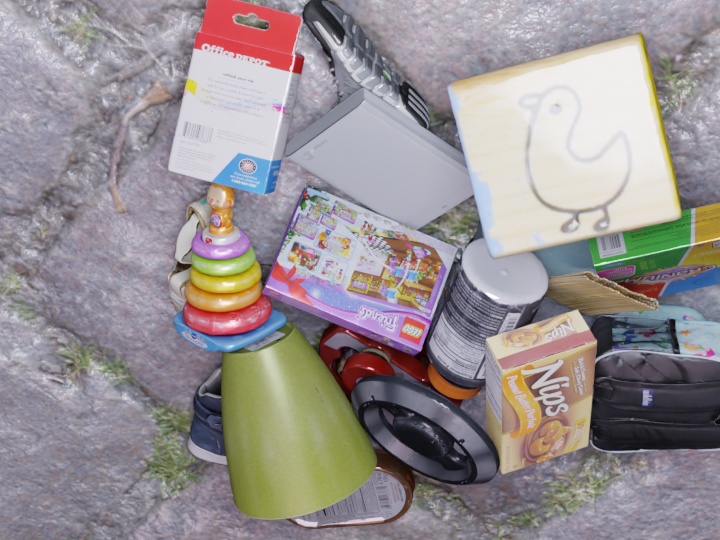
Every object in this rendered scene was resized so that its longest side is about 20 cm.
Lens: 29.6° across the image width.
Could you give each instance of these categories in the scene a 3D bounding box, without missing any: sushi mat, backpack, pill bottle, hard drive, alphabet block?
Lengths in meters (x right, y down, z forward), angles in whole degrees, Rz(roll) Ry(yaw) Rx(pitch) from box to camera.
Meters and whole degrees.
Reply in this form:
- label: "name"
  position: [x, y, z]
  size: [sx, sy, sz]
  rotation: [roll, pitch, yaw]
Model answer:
- label: "sushi mat"
  position: [0.259, 0.027, 1.555]
  size: [0.095, 0.200, 0.012]
  rotation: [23, 82, -11]
- label: "backpack"
  position: [0.378, 0.134, 1.657]
  size: [0.199, 0.151, 0.178]
  rotation: [4, 129, 13]
- label: "pill bottle"
  position: [0.139, 0.064, 1.591]
  size: [0.106, 0.106, 0.200]
  rotation: [16, 135, -4]
- label: "hard drive"
  position: [0.032, -0.122, 1.559]
  size: [0.200, 0.026, 0.132]
  rotation: [29, 136, -34]
- label: "alphabet block"
  position: [0.222, -0.135, 1.444]
  size: [0.200, 0.196, 0.196]
  rotation: [-13, 99, 15]

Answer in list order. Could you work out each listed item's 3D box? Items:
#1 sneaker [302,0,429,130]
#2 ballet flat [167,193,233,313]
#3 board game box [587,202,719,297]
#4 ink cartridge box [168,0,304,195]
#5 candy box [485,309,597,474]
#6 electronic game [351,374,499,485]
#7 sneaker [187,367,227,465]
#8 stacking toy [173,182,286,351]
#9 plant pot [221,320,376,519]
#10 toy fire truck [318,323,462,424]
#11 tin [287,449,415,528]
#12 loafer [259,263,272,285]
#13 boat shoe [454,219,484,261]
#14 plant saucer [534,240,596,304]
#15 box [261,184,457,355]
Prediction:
- label: "sneaker"
  position: [-0.023, -0.203, 1.533]
  size: [0.115, 0.075, 0.200]
  rotation: [-32, 115, 27]
- label: "ballet flat"
  position: [-0.210, -0.009, 1.684]
  size: [0.067, 0.062, 0.200]
  rotation: [33, 124, 27]
- label: "board game box"
  position: [0.340, -0.015, 1.512]
  size: [0.153, 0.040, 0.200]
  rotation: [-13, 163, 13]
- label: "ink cartridge box"
  position: [-0.133, -0.195, 1.520]
  size: [0.116, 0.067, 0.201]
  rotation: [15, 97, 6]
- label: "candy box"
  position: [0.207, 0.144, 1.579]
  size: [0.115, 0.055, 0.200]
  rotation: [-17, 137, -10]
- label: "electronic game"
  position: [0.077, 0.193, 1.640]
  size: [0.200, 0.042, 0.200]
  rotation: [26, 151, 15]
- label: "sneaker"
  position: [-0.127, 0.201, 1.808]
  size: [0.202, 0.077, 0.146]
  rotation: [10, 127, 1]
- label: "stacking toy"
  position: [-0.161, -0.013, 1.608]
  size: [0.116, 0.110, 0.200]
  rotation: [24, 126, 38]
- label: "plant pot"
  position: [-0.095, 0.170, 1.675]
  size: [0.187, 0.187, 0.200]
  rotation: [-11, 109, 14]
- label: "toy fire truck"
  position: [0.029, 0.141, 1.741]
  size: [0.200, 0.112, 0.168]
  rotation: [32, 140, -13]
- label: "tin"
  position: [-0.024, 0.305, 1.889]
  size: [0.199, 0.042, 0.112]
  rotation: [-7, 118, 12]
- label: "loafer"
  position: [-0.030, -0.001, 1.677]
  size: [0.199, 0.073, 0.073]
  rotation: [4, 95, 0]
- label: "boat shoe"
  position: [0.143, 0.001, 1.647]
  size: [0.062, 0.073, 0.200]
  rotation: [0, 128, 3]
- label: "plant saucer"
  position: [0.273, -0.048, 1.618]
  size: [0.200, 0.039, 0.201]
  rotation: [4, 123, 6]
- label: "box"
  position: [0.000, 0.000, 1.615]
  size: [0.200, 0.137, 0.039]
  rotation: [23, 164, -5]
